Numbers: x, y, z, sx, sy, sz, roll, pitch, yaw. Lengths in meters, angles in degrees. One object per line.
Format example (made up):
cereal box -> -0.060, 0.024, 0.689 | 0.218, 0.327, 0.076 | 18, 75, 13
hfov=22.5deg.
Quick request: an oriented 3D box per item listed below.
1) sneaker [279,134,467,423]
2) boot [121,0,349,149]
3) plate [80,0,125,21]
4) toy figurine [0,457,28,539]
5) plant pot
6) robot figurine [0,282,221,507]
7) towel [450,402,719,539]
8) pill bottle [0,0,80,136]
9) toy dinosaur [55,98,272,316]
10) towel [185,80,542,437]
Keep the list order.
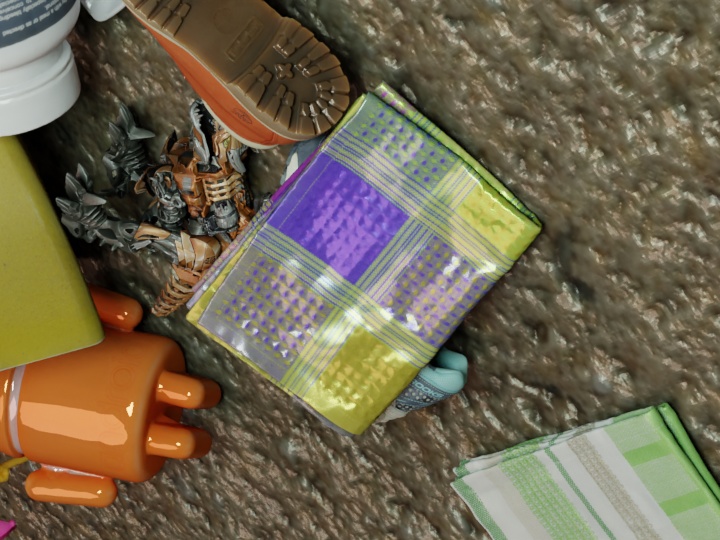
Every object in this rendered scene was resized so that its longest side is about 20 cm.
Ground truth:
sneaker -> 0.014, -0.001, 1.164 | 0.086, 0.078, 0.201 | -13, 111, 24
boot -> -0.102, -0.151, 1.105 | 0.200, 0.075, 0.107 | 48, 163, -9
plate -> -0.166, -0.276, 1.126 | 0.200, 0.032, 0.200 | -24, 102, 51
toy figurine -> -0.298, 0.135, 1.473 | 0.150, 0.184, 0.201 | -9, 113, 47
plant pot -> -0.312, -0.035, 1.298 | 0.200, 0.199, 0.177 | -132, 29, -66
robot figurine -> -0.210, 0.095, 1.387 | 0.199, 0.117, 0.144 | 10, 126, 11
towel -> 0.165, 0.164, 1.179 | 0.200, 0.031, 0.149 | -26, 104, 49
pill bottle -> -0.244, -0.192, 1.152 | 0.119, 0.120, 0.201 | 17, 134, 34
toy dinosaur -> -0.129, -0.038, 1.247 | 0.135, 0.102, 0.201 | 23, 115, 6
towel -> 0.000, 0.000, 1.116 | 0.144, 0.023, 0.200 | 40, 111, -5
